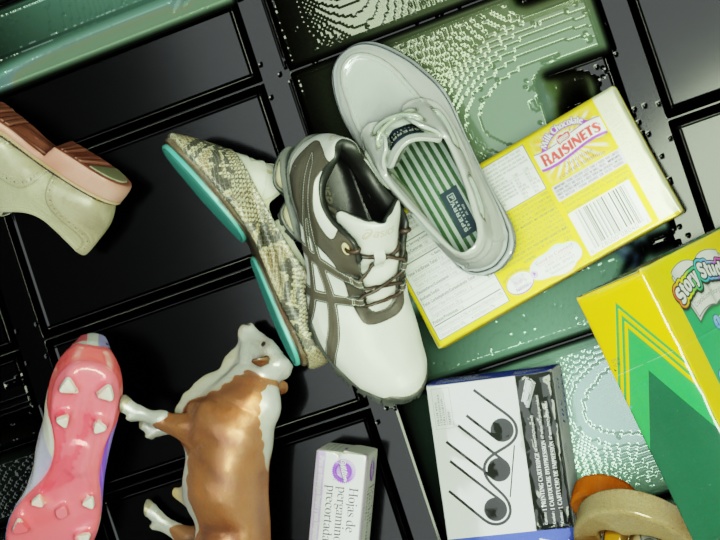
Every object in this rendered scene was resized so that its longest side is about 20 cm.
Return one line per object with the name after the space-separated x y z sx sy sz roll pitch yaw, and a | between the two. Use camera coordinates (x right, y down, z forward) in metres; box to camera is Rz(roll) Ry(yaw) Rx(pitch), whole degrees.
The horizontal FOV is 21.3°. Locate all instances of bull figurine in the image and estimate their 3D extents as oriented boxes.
-0.109 0.139 1.402 0.121 0.065 0.201 1 92 16 | bull figurine

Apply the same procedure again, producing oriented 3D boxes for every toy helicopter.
0.235 0.203 1.291 0.199 0.079 0.132 34 143 -18 | toy helicopter

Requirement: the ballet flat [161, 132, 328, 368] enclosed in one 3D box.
-0.063 -0.027 1.390 0.075 0.068 0.201 -32 91 -9 | ballet flat

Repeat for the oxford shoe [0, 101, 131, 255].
-0.271 -0.082 1.427 0.199 0.071 0.074 30 101 10 | oxford shoe

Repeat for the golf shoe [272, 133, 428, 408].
0.000 0.000 1.330 0.077 0.094 0.201 -25 92 -24 | golf shoe

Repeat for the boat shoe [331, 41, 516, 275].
0.042 -0.087 1.337 0.073 0.067 0.200 -41 70 9 | boat shoe

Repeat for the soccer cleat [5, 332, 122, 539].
-0.219 0.143 1.435 0.066 0.077 0.201 13 114 -8 | soccer cleat

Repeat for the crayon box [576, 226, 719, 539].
0.243 0.063 1.245 0.058 0.200 0.173 -29 85 37 | crayon box

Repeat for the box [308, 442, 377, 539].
-0.018 0.228 1.396 0.038 0.041 0.201 6 93 11 | box

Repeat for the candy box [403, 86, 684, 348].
0.118 -0.036 1.358 0.199 0.026 0.103 -30 80 13 | candy box

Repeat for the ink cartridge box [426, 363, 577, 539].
0.109 0.172 1.362 0.093 0.044 0.201 -8 91 15 | ink cartridge box
